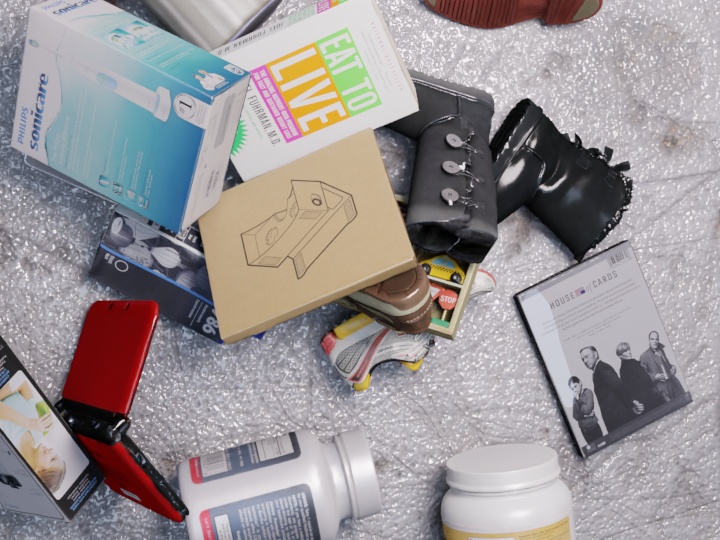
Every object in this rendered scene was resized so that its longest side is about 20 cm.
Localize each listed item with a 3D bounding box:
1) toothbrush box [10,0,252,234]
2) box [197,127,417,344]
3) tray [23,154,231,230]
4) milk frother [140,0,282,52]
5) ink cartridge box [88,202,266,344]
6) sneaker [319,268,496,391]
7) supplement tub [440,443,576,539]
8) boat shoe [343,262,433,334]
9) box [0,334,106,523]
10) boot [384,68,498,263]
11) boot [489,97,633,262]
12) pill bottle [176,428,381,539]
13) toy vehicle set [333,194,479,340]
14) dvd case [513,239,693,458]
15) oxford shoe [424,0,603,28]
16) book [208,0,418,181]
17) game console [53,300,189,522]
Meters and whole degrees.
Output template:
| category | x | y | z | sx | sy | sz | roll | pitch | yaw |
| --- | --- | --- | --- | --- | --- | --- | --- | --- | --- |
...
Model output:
| category | x | y | z | sx | sy | sz | roll | pitch | yaw |
| --- | --- | --- | --- | --- | --- | --- | --- | --- | --- |
| toothbrush box | -0.220 | -0.151 | 0.996 | 0.197 | 0.085 | 0.148 | 25 | 121 | 9 |
| box | -0.058 | -0.036 | 1.015 | 0.197 | 0.021 | 0.166 | -23 | 57 | 8 |
| tray | -0.241 | -0.121 | 1.105 | 0.197 | 0.022 | 0.109 | 24 | 87 | -9 |
| milk frother | -0.151 | -0.329 | 1.025 | 0.188 | 0.200 | 0.181 | 45 | 81 | -8 |
| ink cartridge box | -0.174 | 0.008 | 1.087 | 0.197 | 0.040 | 0.100 | 26 | 127 | -9 |
| sneaker | 0.059 | 0.060 | 1.130 | 0.198 | 0.078 | 0.083 | -30 | 82 | 1 |
| supplement tub | 0.161 | 0.299 | 1.123 | 0.141 | 0.144 | 0.204 | -7 | 93 | -9 |
| boat shoe | -0.005 | 0.004 | 1.044 | 0.074 | 0.202 | 0.075 | -38 | 136 | -14 |
| box | -0.347 | 0.148 | 1.015 | 0.060 | 0.115 | 0.202 | -52 | 126 | -39 |
| boot | 0.059 | -0.109 | 1.076 | 0.161 | 0.066 | 0.203 | 7 | 56 | -1 |
| boot | 0.194 | -0.071 | 1.157 | 0.161 | 0.073 | 0.200 | 36 | 88 | -14 |
| pill bottle | -0.083 | 0.234 | 1.094 | 0.196 | 0.120 | 0.122 | -13 | 94 | -8 |
| toy vehicle set | 0.024 | -0.016 | 1.098 | 0.197 | 0.027 | 0.126 | 16 | 77 | 16 |
| dvd case | 0.277 | 0.089 | 1.196 | 0.148 | 0.025 | 0.203 | -24 | 95 | -7 |
| oxford shoe | 0.164 | -0.315 | 1.153 | 0.196 | 0.071 | 0.076 | 1 | 65 | -8 |
| book | -0.058 | -0.184 | 1.038 | 0.197 | 0.048 | 0.135 | -21 | 127 | 12 |
| game console | -0.222 | 0.133 | 1.036 | 0.119 | 0.199 | 0.173 | -44 | 111 | -24 |
